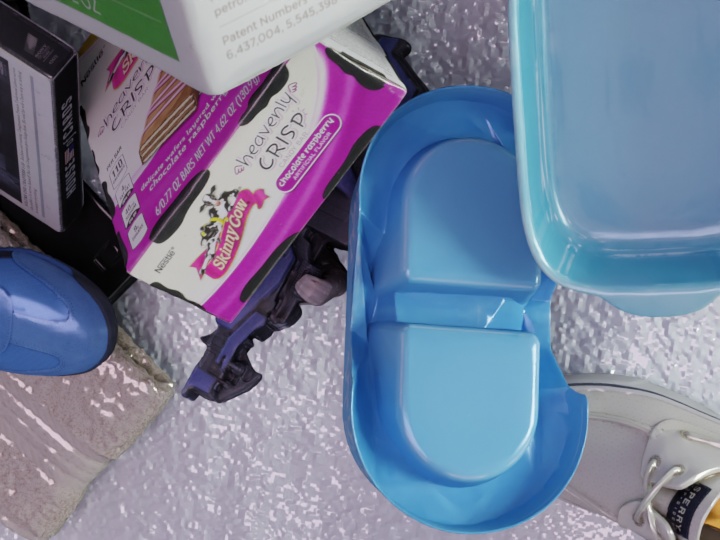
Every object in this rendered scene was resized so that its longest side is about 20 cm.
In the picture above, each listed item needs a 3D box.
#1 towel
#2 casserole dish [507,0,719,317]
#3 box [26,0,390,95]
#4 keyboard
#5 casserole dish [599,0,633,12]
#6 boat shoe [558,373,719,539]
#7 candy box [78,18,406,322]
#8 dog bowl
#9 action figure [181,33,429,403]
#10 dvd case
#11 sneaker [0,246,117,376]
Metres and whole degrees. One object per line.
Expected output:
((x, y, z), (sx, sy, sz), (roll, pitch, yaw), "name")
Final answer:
((-0.204, 0.038, 1.067), (0.200, 0.034, 0.133), (44, 117, 2), "towel")
((0.126, -0.078, 0.856), (0.121, 0.039, 0.201), (-2, 115, 7), "casserole dish")
((-0.058, -0.208, 0.827), (0.199, 0.200, 0.172), (30, 142, 47), "box")
((-0.182, -0.072, 1.055), (0.200, 0.021, 0.127), (47, 114, 0), "keyboard")
((0.185, -0.077, 0.913), (0.200, 0.039, 0.121), (29, 122, -15), "casserole dish")
((0.161, 0.107, 0.978), (0.199, 0.070, 0.071), (21, 106, 9), "boat shoe")
((-0.065, -0.089, 0.930), (0.061, 0.200, 0.137), (28, 109, -29), "candy box")
((0.044, 0.019, 0.909), (0.111, 0.050, 0.201), (4, 81, -16), "dog bowl")
((0.000, 0.000, 0.984), (0.193, 0.105, 0.200), (36, 87, 10), "action figure")
((-0.222, -0.112, 0.982), (0.200, 0.150, 0.025), (32, 64, 10), "dvd case")
((-0.222, 0.014, 1.007), (0.199, 0.078, 0.066), (20, 109, 12), "sneaker")
